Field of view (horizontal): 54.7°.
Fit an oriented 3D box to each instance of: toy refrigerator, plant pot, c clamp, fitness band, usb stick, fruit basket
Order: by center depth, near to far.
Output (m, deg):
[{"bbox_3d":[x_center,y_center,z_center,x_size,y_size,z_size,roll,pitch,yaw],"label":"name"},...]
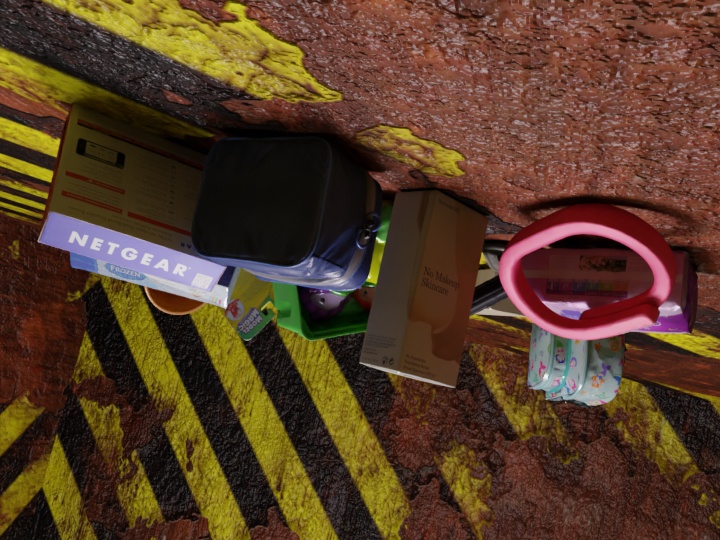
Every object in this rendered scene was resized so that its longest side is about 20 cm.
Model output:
[{"bbox_3d":[0.230,0.004,0.723,0.144,0.038,0.199,47,149,-8],"label":"fitness band"},{"bbox_3d":[0.000,0.000,0.903,0.208,0.161,0.216,-8,178,0],"label":"fruit basket"},{"bbox_3d":[0.140,0.050,0.954,0.196,0.033,0.055,-28,169,0],"label":"usb stick"},{"bbox_3d":[0.251,-0.001,0.975,0.166,0.028,0.200,13,172,14],"label":"c clamp"},{"bbox_3d":[0.208,0.035,1.181,0.074,0.072,0.199,11,175,-17],"label":"toy refrigerator"},{"bbox_3d":[-0.470,-0.009,1.777,0.197,0.205,0.139,19,-172,-36],"label":"plant pot"}]

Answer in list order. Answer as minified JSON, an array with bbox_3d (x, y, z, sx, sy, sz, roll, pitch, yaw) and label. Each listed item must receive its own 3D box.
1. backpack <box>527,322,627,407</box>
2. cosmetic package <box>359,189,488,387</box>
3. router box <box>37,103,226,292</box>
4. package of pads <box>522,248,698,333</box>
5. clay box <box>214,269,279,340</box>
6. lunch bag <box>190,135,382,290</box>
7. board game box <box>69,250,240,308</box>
[{"bbox_3d":[0.379,0.144,1.218,0.146,0.183,0.200,10,169,-7],"label":"backpack"},{"bbox_3d":[0.075,0.021,0.802,0.103,0.206,0.070,18,171,-39],"label":"cosmetic package"},{"bbox_3d":[-0.252,-0.084,0.804,0.196,0.183,0.049,19,131,-29],"label":"router box"},{"bbox_3d":[0.291,0.025,0.827,0.195,0.078,0.120,1,163,34],"label":"package of pads"},{"bbox_3d":[-0.179,-0.010,0.996,0.201,0.114,0.048,50,-177,10],"label":"clay box"},{"bbox_3d":[-0.067,-0.058,0.750,0.195,0.140,0.132,8,171,31],"label":"lunch bag"},{"bbox_3d":[-0.238,-0.061,0.899,0.193,0.203,0.044,15,134,-5],"label":"board game box"}]
